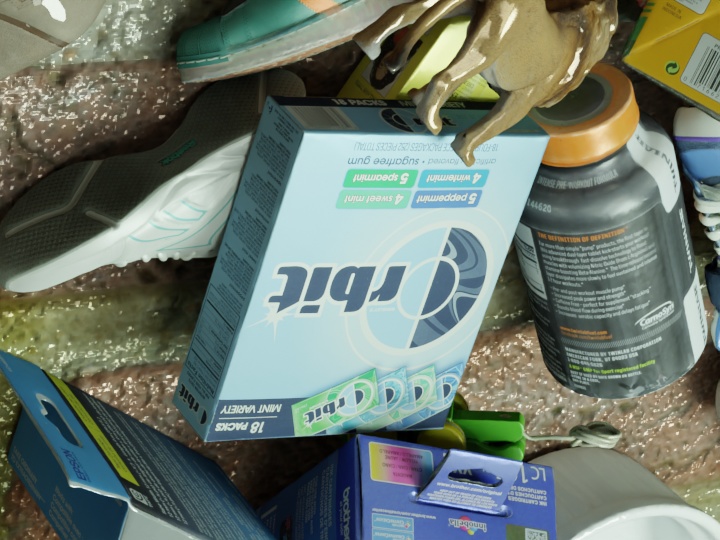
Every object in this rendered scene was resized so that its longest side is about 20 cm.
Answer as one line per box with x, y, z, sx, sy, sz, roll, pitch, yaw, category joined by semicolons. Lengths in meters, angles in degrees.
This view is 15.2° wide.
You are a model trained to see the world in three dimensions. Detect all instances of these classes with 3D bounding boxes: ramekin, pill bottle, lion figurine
0.143;0.213;1.784;0.200;0.098;0.201;-16;127;-23;ramekin
0.143;-0.027;1.618;0.106;0.106;0.200;-27;131;-13;pill bottle
0.075;-0.123;1.412;0.122;0.073;0.200;-40;169;6;lion figurine

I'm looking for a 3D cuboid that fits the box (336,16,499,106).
0.029;-0.090;1.543;0.075;0.050;0.200;27;103;-41;box

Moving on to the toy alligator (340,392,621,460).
0.056;0.108;1.639;0.199;0.059;0.054;8;111;2;toy alligator

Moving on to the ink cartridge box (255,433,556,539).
0.027;0.162;1.611;0.136;0.077;0.200;11;154;-25;ink cartridge box

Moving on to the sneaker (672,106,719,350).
0.241;-0.016;1.639;0.200;0.080;0.147;19;74;-64;sneaker

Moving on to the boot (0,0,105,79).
-0.203;-0.179;1.340;0.146;0.070;0.200;-45;133;-6;boot

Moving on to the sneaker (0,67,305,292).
-0.108;-0.032;1.487;0.200;0.070;0.080;-28;133;-13;sneaker

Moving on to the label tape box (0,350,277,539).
-0.134;0.136;1.531;0.200;0.143;0.066;30;101;-41;label tape box

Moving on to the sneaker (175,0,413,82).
-0.015;-0.165;1.463;0.200;0.071;0.080;-23;91;0;sneaker

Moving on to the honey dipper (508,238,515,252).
0.059;0.061;1.672;0.038;0.038;0.200;5;115;-33;honey dipper

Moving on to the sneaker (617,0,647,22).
0.191;-0.231;1.534;0.087;0.074;0.201;-4;123;-33;sneaker

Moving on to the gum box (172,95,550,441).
0.000;0.000;1.521;0.170;0.045;0.200;-1;123;-35;gum box

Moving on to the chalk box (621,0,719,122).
0.252;-0.160;1.551;0.124;0.125;0.200;-64;169;24;chalk box

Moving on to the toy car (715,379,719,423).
0.350;0.077;1.781;0.175;0.150;0.200;40;138;-9;toy car
